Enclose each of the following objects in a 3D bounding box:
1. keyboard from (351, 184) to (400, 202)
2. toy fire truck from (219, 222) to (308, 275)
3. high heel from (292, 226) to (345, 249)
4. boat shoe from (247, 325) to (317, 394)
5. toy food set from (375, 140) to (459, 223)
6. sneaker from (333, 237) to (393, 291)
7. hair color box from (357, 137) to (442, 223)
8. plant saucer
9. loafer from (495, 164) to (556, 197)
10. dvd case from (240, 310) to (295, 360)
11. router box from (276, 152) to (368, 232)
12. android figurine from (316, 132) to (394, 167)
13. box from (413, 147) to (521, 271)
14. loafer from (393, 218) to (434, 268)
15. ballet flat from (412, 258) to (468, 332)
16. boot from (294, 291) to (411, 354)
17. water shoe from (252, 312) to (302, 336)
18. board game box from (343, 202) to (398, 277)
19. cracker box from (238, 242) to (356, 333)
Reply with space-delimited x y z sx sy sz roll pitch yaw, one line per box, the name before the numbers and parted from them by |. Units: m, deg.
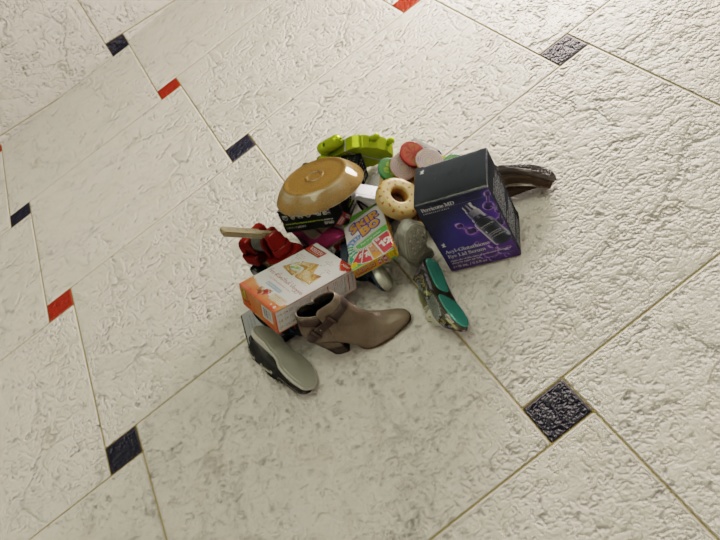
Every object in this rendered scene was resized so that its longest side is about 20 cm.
keyboard | 0.079 -0.154 1.671 0.198 0.011 0.057 9 36 -5
toy fire truck | -0.220 -0.056 1.717 0.129 0.201 0.175 -48 34 -21
high heel | -0.099 -0.098 1.724 0.067 0.097 0.200 -32 15 -19
boat shoe | -0.160 0.188 1.568 0.200 0.074 0.061 38 119 33
toy food set | 0.130 -0.180 1.645 0.198 0.049 0.200 10 61 -2
sneaker | 0.000 0.000 1.630 0.084 0.075 0.200 -41 34 4
hair color box | 0.090 -0.196 1.752 0.200 0.061 0.100 -44 41 -7
plant saucer | -0.092 -0.188 1.671 0.198 0.036 0.201 -16 33 11
loafer | 0.298 -0.177 1.594 0.198 0.072 0.073 7 17 30
dvd case | -0.161 0.093 1.691 0.199 0.018 0.143 -32 40 5
router box | -0.079 -0.171 1.731 0.148 0.062 0.201 -6 37 23
android figurine | -0.007 -0.273 1.810 0.199 0.181 0.042 -17 72 49
box | 0.203 -0.110 1.482 0.147 0.200 0.105 -15 46 24
loafer | 0.092 -0.055 1.514 0.070 0.200 0.070 34 82 19
ballet flat | 0.146 0.062 1.477 0.072 0.072 0.201 -30 40 8
boot | -0.020 0.089 1.494 0.199 0.146 0.071 -27 43 12
water shoe | -0.130 0.087 1.619 0.198 0.072 0.079 15 50 23
board game box | 0.017 -0.071 1.610 0.095 0.030 0.201 -28 32 11
cracker box | -0.125 0.031 1.586 0.199 0.058 0.134 -29 41 -28
